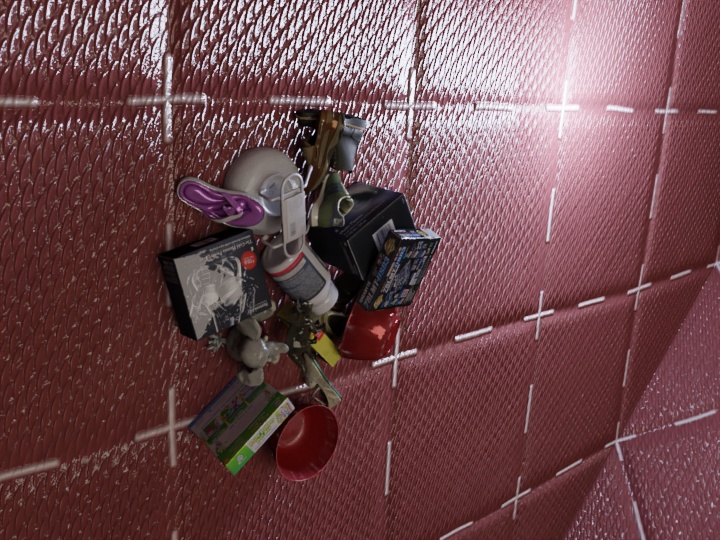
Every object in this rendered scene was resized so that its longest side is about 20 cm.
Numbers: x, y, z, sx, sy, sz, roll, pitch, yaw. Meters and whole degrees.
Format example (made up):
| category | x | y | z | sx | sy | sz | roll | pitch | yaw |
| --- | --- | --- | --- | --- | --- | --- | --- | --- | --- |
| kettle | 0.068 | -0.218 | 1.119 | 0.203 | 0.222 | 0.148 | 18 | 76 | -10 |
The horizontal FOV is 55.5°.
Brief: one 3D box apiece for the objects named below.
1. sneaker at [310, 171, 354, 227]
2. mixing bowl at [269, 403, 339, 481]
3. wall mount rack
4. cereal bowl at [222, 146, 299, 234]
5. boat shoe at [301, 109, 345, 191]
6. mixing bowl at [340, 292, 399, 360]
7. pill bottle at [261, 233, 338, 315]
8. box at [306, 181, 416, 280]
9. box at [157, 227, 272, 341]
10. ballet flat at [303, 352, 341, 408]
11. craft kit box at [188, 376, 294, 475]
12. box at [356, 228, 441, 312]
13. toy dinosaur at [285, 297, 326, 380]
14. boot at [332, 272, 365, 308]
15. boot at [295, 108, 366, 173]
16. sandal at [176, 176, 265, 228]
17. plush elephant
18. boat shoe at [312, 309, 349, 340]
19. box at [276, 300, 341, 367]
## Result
| category | x | y | z | sx | sy | sz | roll | pitch | yaw |
| --- | --- | --- | --- | --- | --- | --- | --- | --- | --- |
| sneaker | -0.055 | -0.165 | 1.633 | 0.203 | 0.087 | 0.069 | -71 | 165 | -50 |
| mixing bowl | -0.163 | 0.426 | 1.772 | 0.196 | 0.107 | 0.207 | -14 | 112 | -37 |
| wall mount rack | -0.148 | -0.140 | 1.523 | 0.172 | 0.074 | 0.205 | -29 | 134 | -38 |
| cereal bowl | -0.211 | -0.177 | 1.564 | 0.196 | 0.082 | 0.207 | -14 | 113 | -36 |
| boat shoe | -0.101 | -0.284 | 1.588 | 0.072 | 0.076 | 0.203 | 15 | 119 | -21 |
| mixing bowl | 0.037 | 0.152 | 1.771 | 0.202 | 0.106 | 0.203 | 90 | 26 | -57 |
| pill bottle | -0.141 | 0.013 | 1.657 | 0.120 | 0.118 | 0.201 | -50 | 129 | -16 |
| box | -0.004 | -0.105 | 1.684 | 0.199 | 0.196 | 0.125 | -40 | 125 | -23 |
| box | -0.317 | 0.025 | 1.504 | 0.197 | 0.103 | 0.188 | -24 | 109 | -33 |
| ballet flat | -0.112 | 0.300 | 1.808 | 0.062 | 0.067 | 0.202 | -39 | 125 | -12 |
| craft kit box | -0.278 | 0.341 | 1.589 | 0.200 | 0.195 | 0.049 | -46 | 126 | -18 |
| box | 0.096 | -0.002 | 1.657 | 0.196 | 0.049 | 0.204 | -5 | 124 | -53 |
| toy dinosaur | -0.144 | 0.159 | 1.648 | 0.100 | 0.077 | 0.206 | 10 | 105 | -28 |
| boot | 0.000 | 0.000 | 1.747 | 0.072 | 0.167 | 0.199 | 45 | 55 | 5 |
| boot | -0.076 | -0.308 | 1.650 | 0.195 | 0.077 | 0.142 | 1 | 111 | -35 |
| sandal | -0.302 | -0.136 | 1.476 | 0.197 | 0.050 | 0.084 | 17 | 115 | -17 |
| plush elephant | -0.242 | 0.175 | 1.595 | 0.196 | 0.153 | 0.170 | -9 | 109 | -38 |
| boat shoe | -0.059 | 0.143 | 1.791 | 0.075 | 0.062 | 0.200 | -60 | 142 | -10 |
| box | -0.127 | 0.164 | 1.745 | 0.050 | 0.074 | 0.201 | -50 | 128 | -16 |
